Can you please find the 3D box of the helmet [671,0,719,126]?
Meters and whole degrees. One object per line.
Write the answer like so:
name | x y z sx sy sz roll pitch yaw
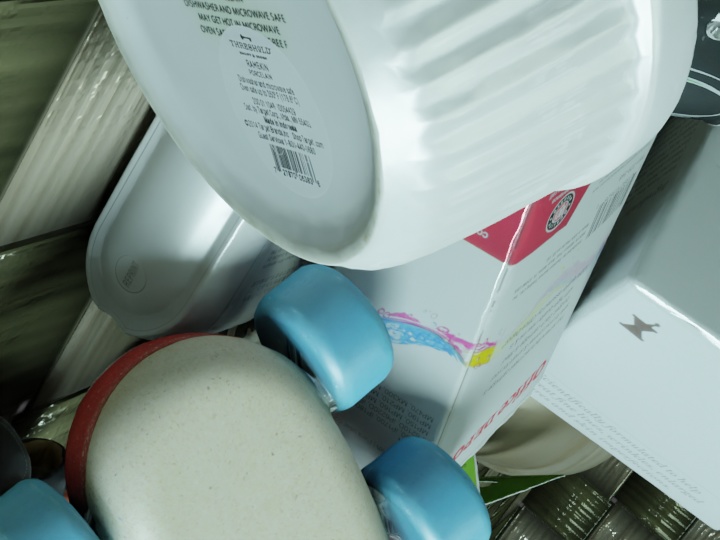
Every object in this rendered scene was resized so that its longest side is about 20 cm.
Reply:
helmet | 0.104 -0.166 0.693 0.201 0.190 0.200 -58 -174 10

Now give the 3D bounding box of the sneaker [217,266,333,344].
sneaker | 0.000 0.000 0.947 0.200 0.077 0.085 -46 122 -30

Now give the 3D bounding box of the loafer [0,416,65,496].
loafer | -0.177 0.094 0.761 0.200 0.072 0.073 72 37 -78

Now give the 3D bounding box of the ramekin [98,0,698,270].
ramekin | -0.004 -0.096 0.539 0.105 0.200 0.201 -33 160 -24

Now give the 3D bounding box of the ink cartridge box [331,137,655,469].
ink cartridge box | 0.054 -0.009 0.822 0.147 0.085 0.201 -37 155 -49

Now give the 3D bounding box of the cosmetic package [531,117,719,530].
cosmetic package | 0.211 0.004 0.963 0.201 0.164 0.165 -58 -173 -27

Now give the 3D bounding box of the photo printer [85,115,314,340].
photo printer | -0.033 -0.058 0.785 0.201 0.069 0.166 -57 165 26

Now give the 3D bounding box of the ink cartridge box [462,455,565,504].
ink cartridge box | 0.018 0.122 1.155 0.147 0.076 0.199 -8 180 39

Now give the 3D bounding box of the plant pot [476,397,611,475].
plant pot | 0.088 0.054 1.266 0.173 0.200 0.201 2 129 -50

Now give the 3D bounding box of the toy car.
toy car | -0.082 0.107 0.788 0.184 0.178 0.200 -38 -161 -24

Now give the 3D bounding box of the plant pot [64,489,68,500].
plant pot | -0.170 0.260 0.955 0.195 0.201 0.201 -48 168 25
